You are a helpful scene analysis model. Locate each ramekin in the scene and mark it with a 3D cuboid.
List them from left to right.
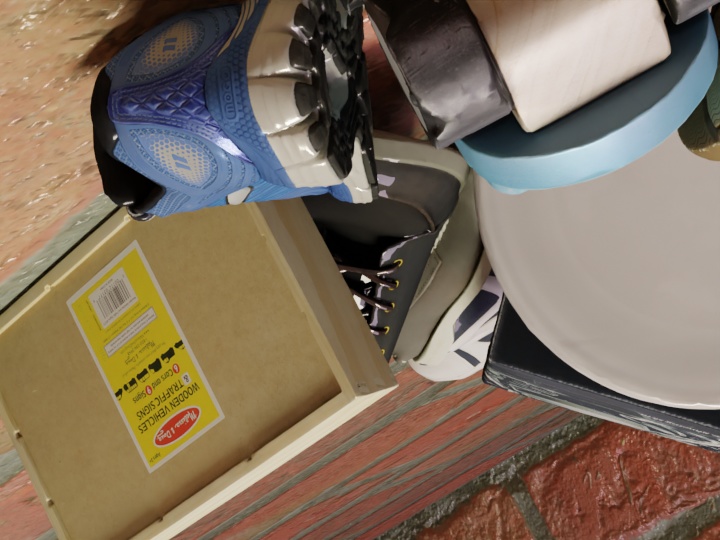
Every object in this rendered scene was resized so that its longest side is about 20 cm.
[{"bbox_3d":[0.148,-0.043,0.841,0.202,0.203,0.094,-28,179,2],"label":"ramekin"}]

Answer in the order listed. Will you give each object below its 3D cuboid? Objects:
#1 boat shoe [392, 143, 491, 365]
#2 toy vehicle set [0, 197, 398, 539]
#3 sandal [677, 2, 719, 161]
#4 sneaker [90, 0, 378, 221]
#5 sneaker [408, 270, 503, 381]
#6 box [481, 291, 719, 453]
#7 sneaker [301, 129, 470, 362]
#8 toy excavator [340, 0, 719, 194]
[{"bbox_3d":[0.032,-0.015,0.992,0.060,0.072,0.202,9,147,-7],"label":"boat shoe"},{"bbox_3d":[-0.083,0.040,0.820,0.200,0.125,0.026,-36,166,39],"label":"toy vehicle set"},{"bbox_3d":[0.149,-0.110,0.618,0.080,0.054,0.201,114,-4,-56],"label":"sandal"},{"bbox_3d":[-0.042,-0.058,0.645,0.089,0.079,0.200,-5,179,7],"label":"sneaker"},{"bbox_3d":[0.041,0.021,1.161,0.129,0.080,0.199,-19,166,-33],"label":"sneaker"},{"bbox_3d":[0.171,0.024,0.985,0.199,0.125,0.197,16,176,5],"label":"box"},{"bbox_3d":[0.000,0.000,0.841,0.074,0.107,0.200,15,172,7],"label":"sneaker"},{"bbox_3d":[0.050,-0.079,0.622,0.099,0.195,0.200,-28,141,0],"label":"toy excavator"}]
